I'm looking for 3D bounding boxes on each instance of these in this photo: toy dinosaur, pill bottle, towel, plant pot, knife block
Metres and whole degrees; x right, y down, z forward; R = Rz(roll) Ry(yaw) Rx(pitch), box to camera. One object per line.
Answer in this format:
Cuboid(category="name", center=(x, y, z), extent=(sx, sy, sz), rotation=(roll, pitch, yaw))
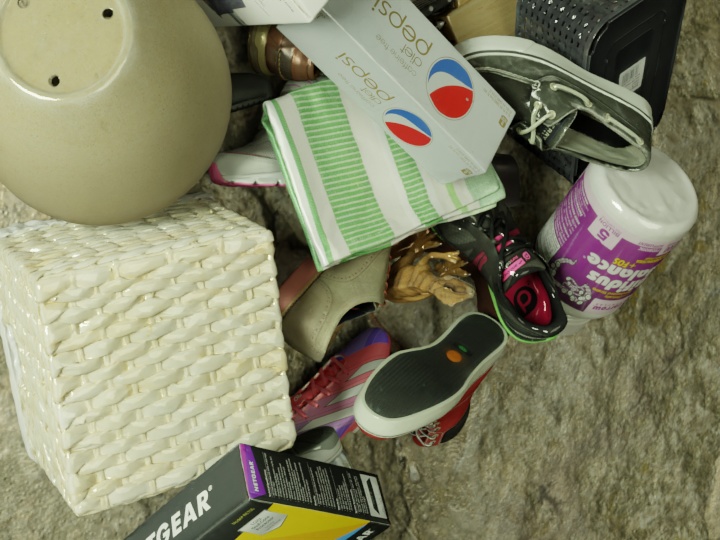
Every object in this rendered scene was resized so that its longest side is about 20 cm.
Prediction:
Cuboid(category="toy dinosaur", center=(0.036, 0.011, 0.921), extent=(0.106, 0.199, 0.061), rotation=(-38, 99, -32))
Cuboid(category="pill bottle", center=(0.234, -0.023, 1.006), extent=(0.110, 0.201, 0.114), rotation=(11, 52, -14))
Cuboid(category="towel", center=(0.023, -0.100, 0.868), extent=(0.198, 0.023, 0.155), rotation=(-22, 91, -28))
Cuboid(category="plant pot", center=(-0.192, -0.142, 0.710), extent=(0.197, 0.134, 0.204), rotation=(0, 83, -4))
Cuboid(category="knife block", center=(0.105, -0.214, 0.976), extent=(0.198, 0.064, 0.178), rotation=(13, 93, -31))

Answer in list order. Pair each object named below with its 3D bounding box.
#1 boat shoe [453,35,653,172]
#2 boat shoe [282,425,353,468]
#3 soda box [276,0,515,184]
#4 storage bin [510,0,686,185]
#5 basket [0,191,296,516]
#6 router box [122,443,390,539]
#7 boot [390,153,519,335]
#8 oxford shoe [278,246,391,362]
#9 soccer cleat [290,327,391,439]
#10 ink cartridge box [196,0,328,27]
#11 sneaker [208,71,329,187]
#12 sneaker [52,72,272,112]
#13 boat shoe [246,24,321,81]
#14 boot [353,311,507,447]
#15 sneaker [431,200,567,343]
Cuboid(category="boat shoe", center=(0.165, -0.141, 0.881), extent=(0.197, 0.071, 0.064), rotation=(17, 52, -9))
Cuboid(category="boat shoe", center=(-0.097, 0.206, 0.891), extent=(0.200, 0.074, 0.065), rotation=(-28, 99, 7))
Cuboid(category="soda box", center=(0.032, -0.161, 0.823), extent=(0.199, 0.063, 0.069), rotation=(40, 64, -23))
Cuboid(category="storage bin", center=(0.225, -0.199, 0.978), extent=(0.134, 0.094, 0.201), rotation=(-34, 147, -20))
Cuboid(category="basket", center=(-0.173, 0.058, 0.810), extent=(0.197, 0.160, 0.202), rotation=(-13, 106, -25))
Cuboid(category="router box", center=(-0.096, 0.220, 0.817), extent=(0.148, 0.052, 0.200), rotation=(22, 128, -40))
Cuboid(category="boot", center=(0.066, -0.017, 0.988), extent=(0.197, 0.068, 0.192), rotation=(-8, 106, -26))
Cuboid(category="oxford shoe", center=(0.000, 0.000, 0.891), extent=(0.075, 0.071, 0.200), rotation=(41, 65, 6))
Cuboid(category="soccer cleat", center=(-0.043, 0.132, 0.956), extent=(0.076, 0.067, 0.201), rotation=(37, 83, -25))
Cuboid(category="ink cartridge box", center=(-0.067, -0.270, 0.787), extent=(0.084, 0.199, 0.145), rotation=(44, 77, -30))
Cuboid(category="sneaker", center=(-0.051, -0.130, 0.898), extent=(0.198, 0.081, 0.090), rotation=(-26, 107, -30))
Cuboid(category="sneaker", center=(-0.165, -0.165, 0.821), extent=(0.197, 0.074, 0.090), rotation=(-6, 98, -25))
Cuboid(category="boat shoe", center=(-0.020, -0.242, 0.876), extent=(0.202, 0.067, 0.072), rotation=(-60, 158, -18))
Cuboid(category="boot", center=(0.055, 0.137, 0.966), extent=(0.199, 0.072, 0.146), rotation=(-26, 146, -45))
Cuboid(category="sneaker", center=(0.132, -0.020, 0.945), extent=(0.077, 0.084, 0.201), rotation=(-41, 102, -11))
